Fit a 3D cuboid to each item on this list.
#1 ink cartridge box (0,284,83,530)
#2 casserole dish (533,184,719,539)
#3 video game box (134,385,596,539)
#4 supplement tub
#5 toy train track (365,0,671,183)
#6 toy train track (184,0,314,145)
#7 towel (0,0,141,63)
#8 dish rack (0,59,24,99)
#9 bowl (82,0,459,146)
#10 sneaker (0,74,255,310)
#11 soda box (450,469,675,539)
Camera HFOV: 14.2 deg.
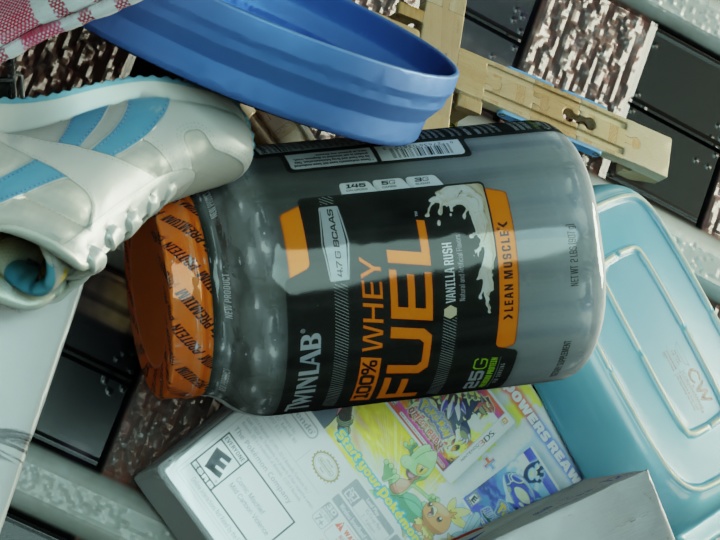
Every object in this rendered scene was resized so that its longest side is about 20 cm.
[{"bbox_3d":[-0.203,0.088,1.227,0.084,0.146,0.200,24,71,-19],"label":"ink cartridge box"},{"bbox_3d":[0.137,0.040,1.422,0.121,0.039,0.200,-26,88,-44],"label":"casserole dish"},{"bbox_3d":[0.021,0.121,1.374,0.182,0.047,0.200,-38,96,-23],"label":"video game box"},{"bbox_3d":[0.000,0.000,1.303,0.200,0.123,0.123,-7,83,-16],"label":"supplement tub"},{"bbox_3d":[0.066,-0.086,1.444,0.200,0.033,0.115,21,64,-25],"label":"toy train track"},{"bbox_3d":[-0.086,-0.072,1.363,0.200,0.033,0.115,-41,96,-24],"label":"toy train track"},{"bbox_3d":[-0.168,-0.121,1.182,0.200,0.146,0.030,-25,131,9],"label":"towel"},{"bbox_3d":[-0.219,-0.130,1.278,0.153,0.055,0.200,-1,105,4],"label":"dish rack"},{"bbox_3d":[-0.055,-0.109,1.268,0.200,0.201,0.039,20,102,-19],"label":"bowl"},{"bbox_3d":[-0.123,-0.029,1.181,0.200,0.076,0.081,-11,72,-41],"label":"sneaker"},{"bbox_3d":[0.050,0.158,1.320,0.200,0.063,0.068,-22,91,-25],"label":"soda box"}]
